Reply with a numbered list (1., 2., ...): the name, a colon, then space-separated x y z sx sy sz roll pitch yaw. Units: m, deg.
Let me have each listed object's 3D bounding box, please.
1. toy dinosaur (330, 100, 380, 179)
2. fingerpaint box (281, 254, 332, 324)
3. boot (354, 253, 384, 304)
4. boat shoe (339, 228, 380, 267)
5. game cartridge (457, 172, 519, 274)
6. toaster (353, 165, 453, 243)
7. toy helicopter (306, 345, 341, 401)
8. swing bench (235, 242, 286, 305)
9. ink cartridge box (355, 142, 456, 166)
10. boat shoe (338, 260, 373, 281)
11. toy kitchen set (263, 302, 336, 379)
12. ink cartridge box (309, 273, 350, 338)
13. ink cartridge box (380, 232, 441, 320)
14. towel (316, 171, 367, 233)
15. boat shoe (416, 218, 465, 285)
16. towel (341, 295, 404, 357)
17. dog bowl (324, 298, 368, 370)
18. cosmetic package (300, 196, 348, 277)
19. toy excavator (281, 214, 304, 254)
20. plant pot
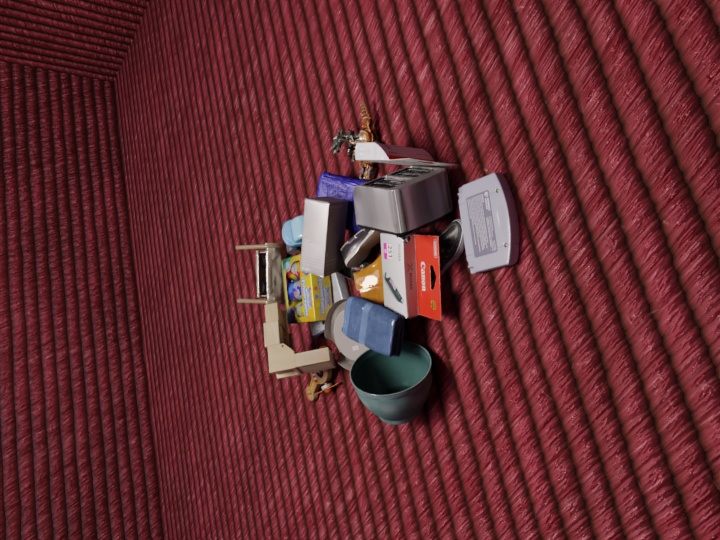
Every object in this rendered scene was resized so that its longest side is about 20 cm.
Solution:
1. toy dinosaur: 0.007 -0.352 1.602 0.135 0.102 0.202 4 75 37
2. fingerpaint box: -0.161 0.054 1.742 0.166 0.073 0.202 -11 83 52
3. boot: 0.047 -0.012 1.503 0.143 0.071 0.203 -14 85 22
4. boat shoe: 0.022 -0.093 1.546 0.200 0.074 0.061 -47 58 23
5. game cartridge: 0.280 -0.102 1.269 0.133 0.041 0.202 -18 76 55
6. toaster: 0.103 -0.161 1.364 0.199 0.180 0.120 18 127 51
7. toy helicopter: -0.125 0.337 1.784 0.132 0.078 0.201 48 137 30
8. swing bench: -0.317 0.012 1.973 0.199 0.129 0.201 -1 89 47
9. ink cartridge box: 0.108 -0.278 1.389 0.199 0.159 0.048 12 101 51
10. boat shoe: -0.001 0.003 1.613 0.201 0.063 0.074 24 104 48
11. toy kitchen set: -0.168 0.204 1.698 0.179 0.163 0.202 -12 65 7
12. ink cartridge box: -0.105 0.080 1.764 0.199 0.040 0.202 -32 66 48
13. ink cartridge box: 0.117 0.014 1.376 0.173 0.043 0.202 11 107 57
14. towel: -0.038 -0.184 1.610 0.199 0.049 0.149 17 104 26
15. boat shoe: 0.185 -0.037 1.373 0.069 0.056 0.201 57 132 35
16. towel: 0.031 0.137 1.456 0.199 0.048 0.113 20 105 50
17. dog bowl: -0.008 0.172 1.591 0.199 0.058 0.202 8 103 39
18. cosmetic package: -0.098 -0.096 1.579 0.090 0.107 0.202 16 109 26
19. toy excavator: -0.137 -0.131 1.745 0.200 0.193 0.101 119 141 -73
20. plant pot: 0.084 0.285 1.420 0.200 0.199 0.135 25 137 49
